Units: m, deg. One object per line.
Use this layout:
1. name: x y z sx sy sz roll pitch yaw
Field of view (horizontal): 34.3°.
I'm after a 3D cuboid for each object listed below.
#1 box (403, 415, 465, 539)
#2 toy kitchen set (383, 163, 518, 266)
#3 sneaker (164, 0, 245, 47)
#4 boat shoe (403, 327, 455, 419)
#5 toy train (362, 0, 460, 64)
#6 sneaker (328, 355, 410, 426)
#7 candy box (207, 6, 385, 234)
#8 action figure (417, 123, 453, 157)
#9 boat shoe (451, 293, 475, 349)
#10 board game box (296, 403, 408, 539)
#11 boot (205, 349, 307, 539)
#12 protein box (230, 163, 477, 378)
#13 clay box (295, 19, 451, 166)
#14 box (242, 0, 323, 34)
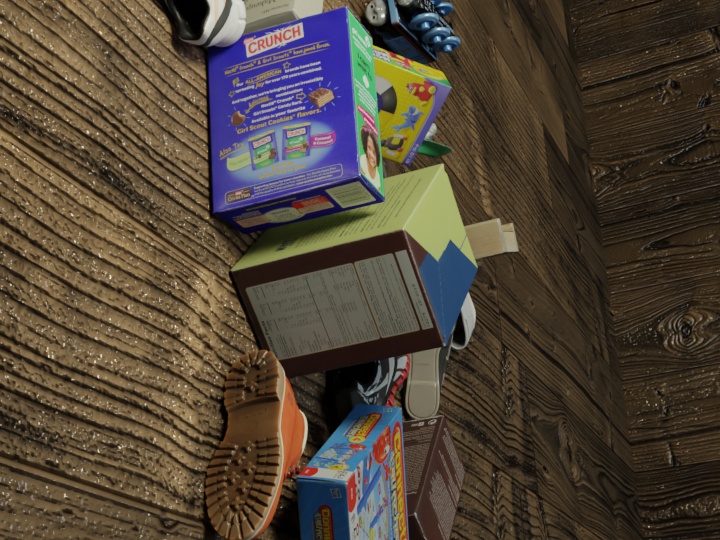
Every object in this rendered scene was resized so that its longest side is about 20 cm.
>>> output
1. box: 0.073 0.285 1.471 0.200 0.074 0.101 -66 139 -59
2. toy kitchen set: 0.073 -0.083 1.499 0.163 0.198 0.182 -5 82 -69
3. sneaker: -0.175 -0.324 1.188 0.080 0.073 0.202 -39 113 -61
4. boat shoe: 0.090 0.102 1.583 0.057 0.066 0.202 -79 177 -78
5. toy train: 0.079 -0.378 1.797 0.200 0.113 0.088 19 57 -66
6. sneaker: 0.010 0.116 1.407 0.201 0.070 0.099 -67 141 -54
7. candy box: -0.069 -0.157 1.226 0.077 0.167 0.202 40 42 -62
8. action figure: 0.020 -0.178 1.498 0.199 0.117 0.055 -4 101 -54
9. boat shoe: 0.123 0.037 1.753 0.069 0.071 0.201 -80 158 -46
10. board game box: -0.003 0.273 1.247 0.196 0.055 0.202 -42 130 -66
11. boot: -0.090 0.186 1.123 0.201 0.074 0.108 -83 156 -44
12. protein box: 0.000 0.000 1.269 0.199 0.198 0.136 -57 130 -61
13. clay box: -0.007 -0.206 1.366 0.198 0.115 0.048 15 29 -25
14. box: -0.091 -0.347 1.401 0.068 0.081 0.202 53 30 -47
